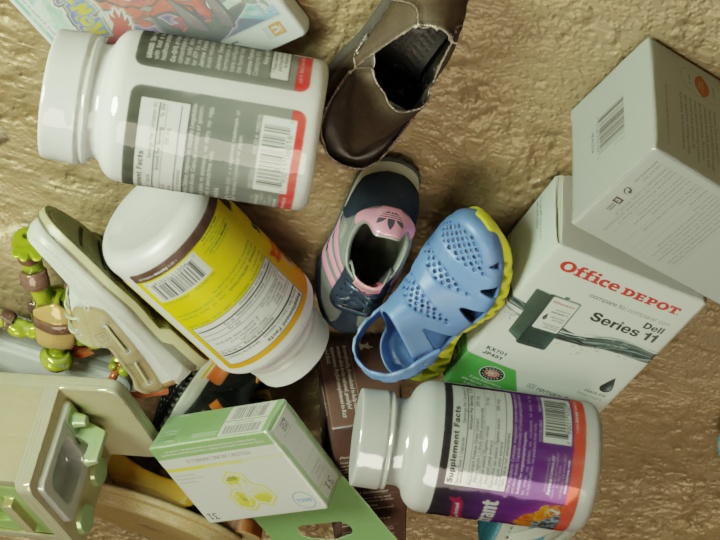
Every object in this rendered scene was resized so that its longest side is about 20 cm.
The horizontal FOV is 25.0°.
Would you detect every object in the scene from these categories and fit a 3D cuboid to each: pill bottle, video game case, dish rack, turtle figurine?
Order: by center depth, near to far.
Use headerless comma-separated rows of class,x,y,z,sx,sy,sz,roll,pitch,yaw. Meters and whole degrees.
video game case,-0.166,-0.213,1.191,0.182,0.023,0.200,-21,131,26
pill bottle,-0.129,-0.114,1.195,0.199,0.114,0.114,9,137,-3
pill bottle,-0.114,0.011,1.361,0.109,0.110,0.200,-23,130,27
pill bottle,0.094,0.152,1.362,0.199,0.112,0.112,8,137,-3
turtle figurine,-0.258,0.038,1.440,0.199,0.065,0.162,14,130,3
dish rack,-0.318,0.115,1.544,0.199,0.044,0.172,18,135,-13

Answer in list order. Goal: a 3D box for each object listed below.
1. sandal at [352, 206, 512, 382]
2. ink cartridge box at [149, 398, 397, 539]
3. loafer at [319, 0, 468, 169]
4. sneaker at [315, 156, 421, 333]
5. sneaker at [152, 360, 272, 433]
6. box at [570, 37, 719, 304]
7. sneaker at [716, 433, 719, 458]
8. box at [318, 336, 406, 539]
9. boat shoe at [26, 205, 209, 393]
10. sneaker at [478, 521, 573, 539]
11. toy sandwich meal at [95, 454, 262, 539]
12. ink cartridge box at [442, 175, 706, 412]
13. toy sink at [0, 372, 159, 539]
sandal,0.055,0.030,1.326,0.087,0.080,0.200,-16,146,-40
ink cartridge box,-0.077,0.204,1.469,0.145,0.048,0.200,-12,125,36
loafer,0.017,-0.141,1.210,0.073,0.071,0.200,17,136,-12
sneaker,0.000,0.000,1.355,0.070,0.082,0.200,10,137,-4
sneaker,-0.132,0.123,1.510,0.090,0.070,0.200,23,133,-13
box,0.265,-0.062,1.227,0.199,0.125,0.097,27,134,-20
sneaker,0.417,0.148,1.466,0.199,0.081,0.077,-20,133,27
box,0.002,0.165,1.509,0.075,0.100,0.201,-6,137,-7
boat shoe,-0.213,0.032,1.355,0.068,0.075,0.200,-38,119,9
sneaker,0.177,0.213,1.566,0.080,0.077,0.200,7,144,-13
toy sandwich meal,-0.191,0.224,1.611,0.204,0.071,0.205,17,163,6
ink cartridge box,0.177,0.031,1.366,0.146,0.083,0.200,20,135,-15
toy sink,-0.297,0.172,1.456,0.199,0.112,0.131,2,148,16
